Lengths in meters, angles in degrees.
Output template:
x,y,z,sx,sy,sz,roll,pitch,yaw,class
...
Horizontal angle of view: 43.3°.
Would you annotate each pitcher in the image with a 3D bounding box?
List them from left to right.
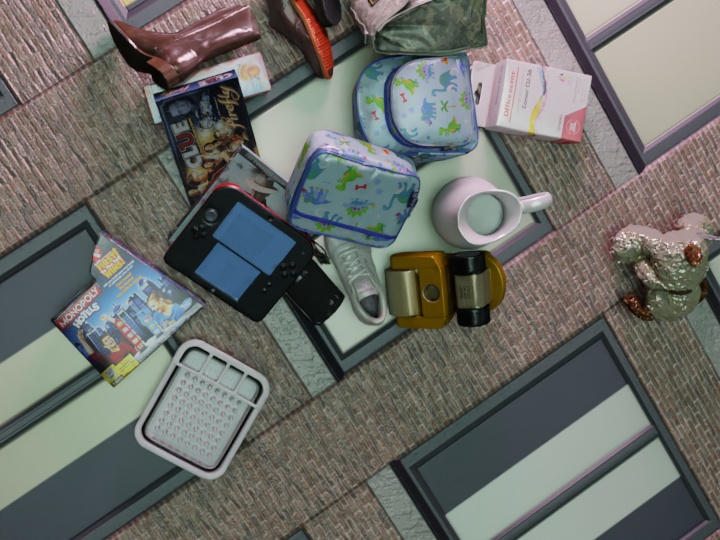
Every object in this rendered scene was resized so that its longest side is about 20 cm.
x,y,z,sx,sy,sz,roll,pitch,yaw,class
0.212,-0.099,1.499,0.169,0.200,0.123,-12,97,-9,pitcher

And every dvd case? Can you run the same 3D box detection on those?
x,y,z,sx,sy,sz,roll,pitch,yaw,class
-0.199,-0.085,1.483,0.146,0.022,0.200,37,101,-20,dvd case

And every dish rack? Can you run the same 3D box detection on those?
x,y,z,sx,sy,sz,roll,pitch,yaw,class
-0.265,0.230,1.522,0.171,0.044,0.201,30,89,-12,dish rack

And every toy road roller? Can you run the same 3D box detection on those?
x,y,z,sx,sy,sz,roll,pitch,yaw,class
0.152,0.023,1.554,0.198,0.146,0.125,-1,102,27,toy road roller

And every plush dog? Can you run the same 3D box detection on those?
x,y,z,sx,sy,sz,roll,pitch,yaw,class
0.559,0.012,1.612,0.197,0.161,0.174,-12,120,-9,plush dog

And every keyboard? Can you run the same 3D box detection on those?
x,y,z,sx,sy,sz,roll,pitch,yaw,class
-0.101,-0.011,1.540,0.104,0.040,0.200,-40,97,11,keyboard

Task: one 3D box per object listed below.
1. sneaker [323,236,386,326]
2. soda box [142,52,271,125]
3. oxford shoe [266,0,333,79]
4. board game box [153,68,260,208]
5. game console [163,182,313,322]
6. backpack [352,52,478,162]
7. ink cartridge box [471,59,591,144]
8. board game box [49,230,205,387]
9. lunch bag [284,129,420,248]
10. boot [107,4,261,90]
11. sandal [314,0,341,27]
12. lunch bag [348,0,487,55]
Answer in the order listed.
x,y,z,sx,sy,sz,roll,pitch,yaw,class
0.000,0.000,1.521,0.074,0.100,0.202,-25,97,-5,sneaker
-0.248,-0.292,1.466,0.198,0.068,0.064,-18,100,-8,soda box
-0.106,-0.403,1.494,0.072,0.071,0.202,-21,103,21,oxford shoe
-0.236,-0.204,1.450,0.134,0.035,0.202,-19,124,-8,board game box
-0.194,-0.028,1.479,0.199,0.031,0.177,36,102,-19,game console
0.088,-0.270,1.490,0.197,0.147,0.186,-7,93,-6,backpack
0.286,-0.292,1.562,0.197,0.067,0.118,8,93,-11,ink cartridge box
-0.391,0.046,1.474,0.200,0.062,0.200,-41,99,-4,board game box
-0.013,-0.122,1.443,0.198,0.083,0.162,14,124,-22,lunch bag
-0.279,-0.385,1.453,0.199,0.065,0.186,-38,65,-23,boot
-0.079,-0.500,1.481,0.047,0.075,0.203,-3,104,30,sandal
0.086,-0.421,1.456,0.198,0.165,0.119,-13,128,-9,lunch bag
